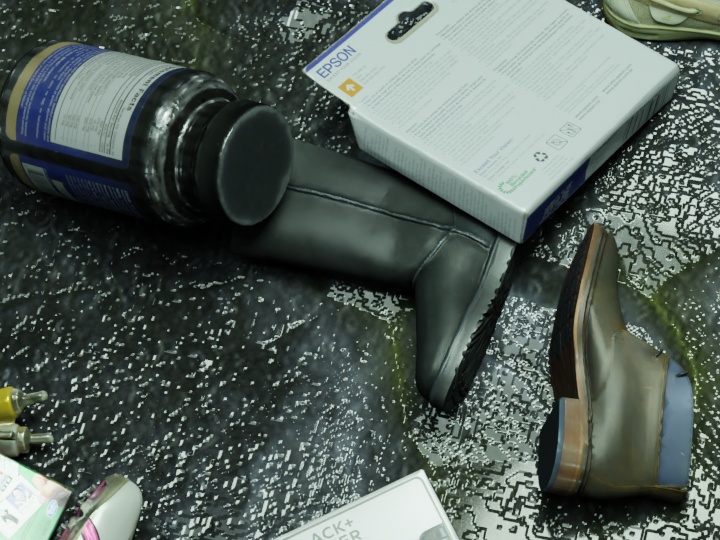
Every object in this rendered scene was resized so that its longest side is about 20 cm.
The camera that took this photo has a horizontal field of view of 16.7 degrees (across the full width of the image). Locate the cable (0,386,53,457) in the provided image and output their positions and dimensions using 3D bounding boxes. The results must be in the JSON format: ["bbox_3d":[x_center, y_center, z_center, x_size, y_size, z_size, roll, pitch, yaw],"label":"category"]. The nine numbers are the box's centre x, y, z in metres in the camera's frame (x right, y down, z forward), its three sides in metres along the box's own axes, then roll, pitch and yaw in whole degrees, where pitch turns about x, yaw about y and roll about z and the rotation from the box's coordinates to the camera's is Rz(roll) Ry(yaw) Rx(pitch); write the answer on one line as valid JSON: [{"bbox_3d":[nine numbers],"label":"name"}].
[{"bbox_3d":[-0.315,0.123,1.706,0.199,0.050,0.097,3,77,15],"label":"cable"}]

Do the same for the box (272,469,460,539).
[{"bbox_3d":[0.034,0.244,1.586,0.116,0.060,0.200,-24,63,-5],"label":"box"}]

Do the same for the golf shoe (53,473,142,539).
[{"bbox_3d":[-0.183,0.234,1.619,0.092,0.073,0.200,25,74,-1],"label":"golf shoe"}]

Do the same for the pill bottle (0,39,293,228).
[{"bbox_3d":[-0.151,-0.092,1.720,0.200,0.112,0.112,15,65,33],"label":"pill bottle"}]

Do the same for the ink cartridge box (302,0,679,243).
[{"bbox_3d":[0.092,-0.131,1.747,0.200,0.041,0.200,34,54,20],"label":"ink cartridge box"}]

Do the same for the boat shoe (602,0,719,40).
[{"bbox_3d":[0.276,-0.207,1.778,0.200,0.063,0.073,3,64,9],"label":"boat shoe"}]

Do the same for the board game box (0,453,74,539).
[{"bbox_3d":[-0.292,0.202,1.610,0.134,0.029,0.200,28,65,-4],"label":"board game box"}]

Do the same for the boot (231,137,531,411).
[{"bbox_3d":[0.000,-0.001,1.707,0.200,0.066,0.165,19,59,12],"label":"boot"}]

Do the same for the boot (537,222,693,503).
[{"bbox_3d":[0.180,0.067,1.663,0.097,0.075,0.200,13,65,-6],"label":"boot"}]
